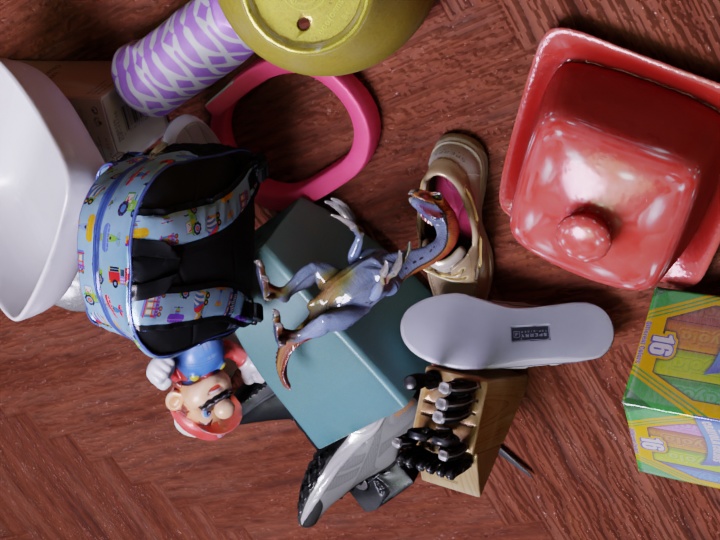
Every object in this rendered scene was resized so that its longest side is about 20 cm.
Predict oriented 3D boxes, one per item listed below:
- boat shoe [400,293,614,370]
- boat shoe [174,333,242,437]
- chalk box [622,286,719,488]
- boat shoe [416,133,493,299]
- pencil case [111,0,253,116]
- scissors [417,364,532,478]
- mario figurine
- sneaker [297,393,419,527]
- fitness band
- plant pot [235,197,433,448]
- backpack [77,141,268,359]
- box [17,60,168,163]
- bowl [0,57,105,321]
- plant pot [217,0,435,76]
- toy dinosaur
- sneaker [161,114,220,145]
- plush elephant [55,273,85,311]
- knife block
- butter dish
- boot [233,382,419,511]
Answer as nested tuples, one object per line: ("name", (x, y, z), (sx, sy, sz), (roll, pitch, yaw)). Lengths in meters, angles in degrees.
("boat shoe", (0.137, 0.064, 1.137), (0.197, 0.075, 0.065), (5, 168, 8))
("boat shoe", (-0.175, 0.102, 1.382), (0.072, 0.062, 0.202), (13, 127, -7))
("chalk box", (0.339, 0.110, 1.023), (0.198, 0.125, 0.124), (7, 146, 26))
("boat shoe", (0.082, -0.027, 1.130), (0.073, 0.069, 0.202), (11, 128, 24))
("pencil case", (-0.152, -0.218, 1.120), (0.199, 0.083, 0.087), (-26, 73, 39))
("scissors", (0.103, 0.160, 1.301), (0.073, 0.014, 0.200), (-31, 105, 40))
("mario figurine", (-0.158, 0.103, 1.279), (0.122, 0.107, 0.202), (-4, 125, -1))
("sneaker", (-0.002, 0.204, 1.297), (0.079, 0.074, 0.201), (34, 105, -12))
("fitness band", (-0.068, -0.136, 1.164), (0.199, 0.038, 0.144), (-27, 110, 42))
("plant pot", (-0.036, 0.040, 1.198), (0.200, 0.142, 0.141), (48, 133, -12))
("backpack", (-0.177, -0.018, 1.046), (0.133, 0.200, 0.185), (9, 103, 21))
("box", (-0.309, -0.164, 1.245), (0.198, 0.095, 0.079), (5, 124, 26))
("bowl", (-0.309, -0.078, 1.150), (0.201, 0.074, 0.201), (54, 131, 29))
("plant pot", (-0.033, -0.237, 0.944), (0.197, 0.142, 0.203), (2, 114, 4))
("toy dinosaur", (0.000, 0.000, 1.074), (0.201, 0.179, 0.106), (94, 158, -60))
("sneaker", (-0.176, -0.081, 1.222), (0.070, 0.073, 0.201), (32, 147, 29))
("plush elephant", (-0.288, -0.045, 1.287), (0.164, 0.199, 0.156), (35, 109, 34))
("knife block", (0.095, 0.116, 1.127), (0.063, 0.201, 0.177), (13, 138, 21))
("butter dish", (0.199, -0.061, 0.980), (0.198, 0.148, 0.202), (24, 133, 14))
("boot", (-0.047, 0.195, 1.386), (0.200, 0.066, 0.164), (45, 135, -13))
